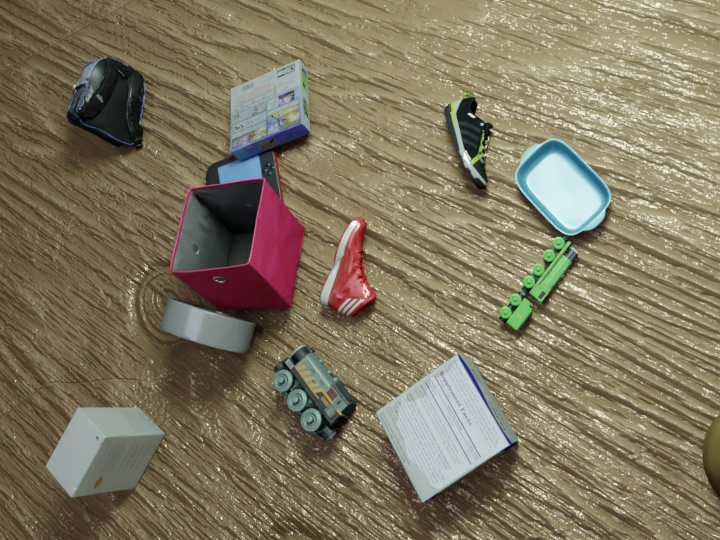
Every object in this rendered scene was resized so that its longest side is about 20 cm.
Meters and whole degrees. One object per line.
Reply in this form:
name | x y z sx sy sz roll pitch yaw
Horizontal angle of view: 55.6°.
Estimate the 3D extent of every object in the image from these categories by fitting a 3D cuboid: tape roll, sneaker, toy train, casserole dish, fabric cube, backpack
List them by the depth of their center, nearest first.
toy train | 0.334 0.025 1.276 0.056 0.042 0.202 39 97 15
casserole dish | 0.381 -0.154 1.288 0.121 0.039 0.201 -43 67 11
sneaker | 0.228 -0.264 1.360 0.081 0.071 0.205 -22 72 17
toy train | -0.097 0.250 1.409 0.114 0.085 0.201 -41 64 -1
sneaker | 0.000 0.000 1.423 0.113 0.078 0.205 25 103 18
fabric cube | -0.253 -0.046 1.441 0.191 0.200 0.205 -4 62 21
tape roll | -0.326 0.118 1.468 0.196 0.199 0.068 15 85 26
backpack | -0.640 -0.433 1.738 0.151 0.198 0.196 12 81 38

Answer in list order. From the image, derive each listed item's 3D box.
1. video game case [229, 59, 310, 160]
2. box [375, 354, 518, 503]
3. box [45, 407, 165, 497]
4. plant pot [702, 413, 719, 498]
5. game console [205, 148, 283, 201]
video game case | -0.211 -0.369 1.579 0.195 0.045 0.186 -16 62 22
box | 0.161 0.290 1.266 0.198 0.104 0.187 -37 67 15
box | -0.564 0.399 1.523 0.105 0.199 0.155 32 93 25
plant pot | 0.614 0.288 1.008 0.181 0.199 0.193 -4 78 22
game console | -0.272 -0.187 1.597 0.195 0.031 0.182 -16 74 22
